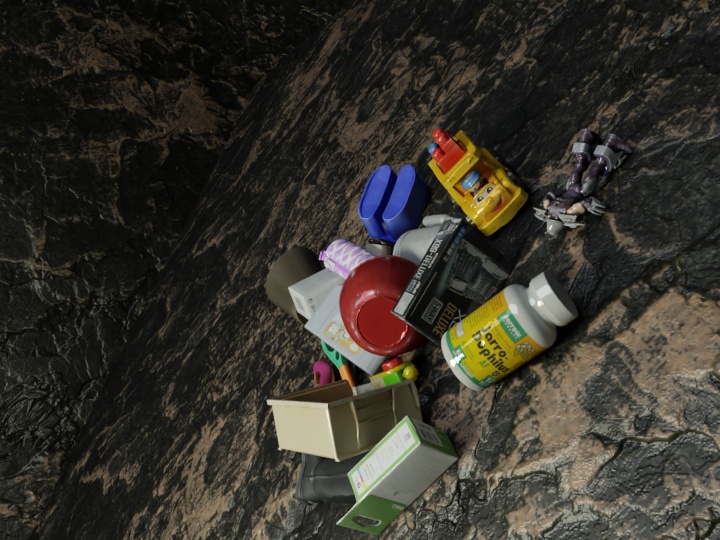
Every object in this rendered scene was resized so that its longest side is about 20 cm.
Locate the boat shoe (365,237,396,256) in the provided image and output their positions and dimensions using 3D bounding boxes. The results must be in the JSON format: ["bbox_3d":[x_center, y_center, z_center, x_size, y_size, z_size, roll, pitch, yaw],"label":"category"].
[{"bbox_3d":[0.058,0.030,1.327,0.074,0.092,0.202,9,95,46],"label":"boat shoe"}]

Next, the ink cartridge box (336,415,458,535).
[{"bbox_3d":[0.051,0.335,0.969,0.200,0.103,0.059,-48,38,13],"label":"ink cartridge box"}]

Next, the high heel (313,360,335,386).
[{"bbox_3d":[-0.094,0.253,1.272,0.095,0.068,0.200,-14,18,-17],"label":"high heel"}]

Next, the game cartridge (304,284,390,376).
[{"bbox_3d":[-0.009,0.117,1.253,0.199,0.042,0.134,31,82,29],"label":"game cartridge"}]

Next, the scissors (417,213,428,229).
[{"bbox_3d":[0.113,-0.066,1.331,0.014,0.073,0.201,-3,56,40],"label":"scissors"}]

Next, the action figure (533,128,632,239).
[{"bbox_3d":[0.374,-0.139,1.020,0.130,0.069,0.201,30,90,54],"label":"action figure"}]

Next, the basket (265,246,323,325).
[{"bbox_3d":[-0.145,0.052,1.542,0.181,0.135,0.200,-57,32,4],"label":"basket"}]

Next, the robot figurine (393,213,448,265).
[{"bbox_3d":[0.143,-0.032,1.204,0.199,0.112,0.171,-8,66,54],"label":"robot figurine"}]

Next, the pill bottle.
[{"bbox_3d":[0.234,0.093,0.939,0.200,0.112,0.113,-40,32,25],"label":"pill bottle"}]

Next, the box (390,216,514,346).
[{"bbox_3d":[0.166,0.032,1.060,0.201,0.157,0.050,-58,29,-7],"label":"box"}]

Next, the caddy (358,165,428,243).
[{"bbox_3d":[0.082,-0.159,1.443,0.140,0.105,0.201,6,63,33],"label":"caddy"}]

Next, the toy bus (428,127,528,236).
[{"bbox_3d":[0.214,-0.193,1.185,0.136,0.191,0.201,-43,32,17],"label":"toy bus"}]

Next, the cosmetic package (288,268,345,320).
[{"bbox_3d":[-0.053,0.036,1.378,0.199,0.072,0.101,-27,22,-18],"label":"cosmetic package"}]

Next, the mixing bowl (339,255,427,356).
[{"bbox_3d":[0.046,0.082,1.118,0.200,0.200,0.108,-46,2,17],"label":"mixing bowl"}]

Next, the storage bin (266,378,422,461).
[{"bbox_3d":[-0.026,0.253,1.054,0.199,0.197,0.095,-14,85,52],"label":"storage bin"}]

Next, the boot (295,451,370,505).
[{"bbox_3d":[-0.033,0.353,1.123,0.199,0.065,0.166,-28,46,45],"label":"boot"}]

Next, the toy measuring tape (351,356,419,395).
[{"bbox_3d":[0.053,0.211,1.151,0.200,0.073,0.074,-33,34,54],"label":"toy measuring tape"}]

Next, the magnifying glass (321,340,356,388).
[{"bbox_3d":[-0.044,0.190,1.283,0.080,0.022,0.201,-58,44,40],"label":"magnifying glass"}]

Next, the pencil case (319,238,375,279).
[{"bbox_3d":[0.000,0.000,1.260,0.199,0.085,0.085,31,112,42],"label":"pencil case"}]

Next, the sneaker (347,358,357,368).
[{"bbox_3d":[-0.044,0.147,1.349,0.088,0.074,0.200,-61,30,-1],"label":"sneaker"}]
